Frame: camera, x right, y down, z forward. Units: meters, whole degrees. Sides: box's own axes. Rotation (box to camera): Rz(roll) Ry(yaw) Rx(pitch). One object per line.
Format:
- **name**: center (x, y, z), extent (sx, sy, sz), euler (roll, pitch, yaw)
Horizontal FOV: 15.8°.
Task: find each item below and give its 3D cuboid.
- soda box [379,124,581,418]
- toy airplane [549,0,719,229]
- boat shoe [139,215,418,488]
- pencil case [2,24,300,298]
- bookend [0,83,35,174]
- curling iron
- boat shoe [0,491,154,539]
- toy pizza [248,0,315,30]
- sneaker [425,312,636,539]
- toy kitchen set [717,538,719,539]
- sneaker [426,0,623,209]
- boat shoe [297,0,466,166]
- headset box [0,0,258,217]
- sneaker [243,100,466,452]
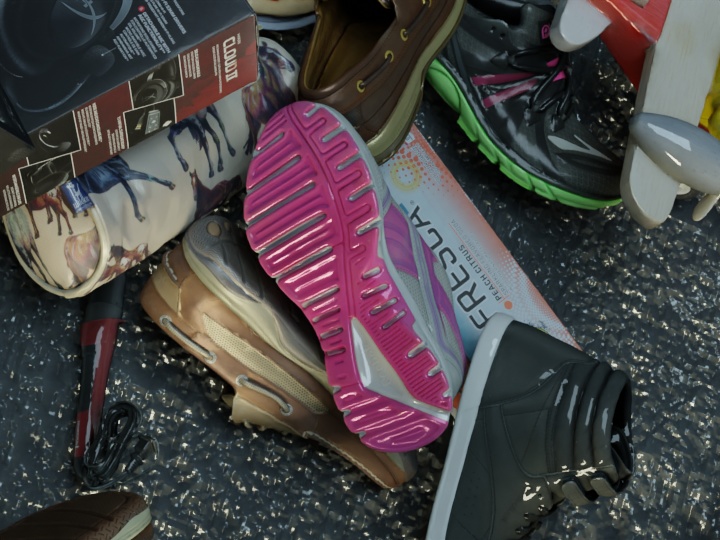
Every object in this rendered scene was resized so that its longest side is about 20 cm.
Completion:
- **soda box**: center (0.047, 0.006, 1.540), extent (0.068, 0.064, 0.200), euler (-36, 88, -27)
- **toy airplane**: center (0.208, -0.134, 1.567), extent (0.199, 0.141, 0.201), euler (-12, 93, -51)
- **boat shoe**: center (-0.046, 0.056, 1.488), extent (0.200, 0.072, 0.076), euler (47, 18, -18)
- **pencil case**: center (-0.113, -0.067, 1.469), extent (0.200, 0.078, 0.090), euler (-36, 120, -41)
- **bookend**: center (-0.272, -0.135, 1.235), extent (0.092, 0.199, 0.201), euler (-34, 69, 9)
- **curling iron**: center (-0.137, 0.033, 1.474), extent (0.049, 0.026, 0.201), euler (-5, 62, 8)
- **boat shoe**: center (-0.190, 0.192, 1.391), extent (0.202, 0.075, 0.075), euler (-30, 113, -30)
- **toy pizza**: center (-0.063, -0.243, 1.557), extent (0.200, 0.032, 0.201), euler (14, 68, -39)
- **sneaker**: center (0.098, 0.132, 1.465), extent (0.099, 0.071, 0.201), euler (15, 101, 18)
- **toy kitchen set**: center (0.349, 0.197, 1.547), extent (0.180, 0.163, 0.201), euler (-31, 87, -27)
- **sneaker**: center (0.097, -0.118, 1.580), extent (0.200, 0.084, 0.077), euler (47, 24, -4)
- **boat shoe**: center (0.012, -0.152, 1.511), extent (0.068, 0.072, 0.201), euler (58, 41, -44)
- **headset box**: center (-0.158, -0.137, 1.380), extent (0.199, 0.077, 0.149), euler (-30, 70, -15)
- **sneaker**: center (0.000, 0.000, 1.452), extent (0.201, 0.081, 0.088), euler (69, 19, -3)
